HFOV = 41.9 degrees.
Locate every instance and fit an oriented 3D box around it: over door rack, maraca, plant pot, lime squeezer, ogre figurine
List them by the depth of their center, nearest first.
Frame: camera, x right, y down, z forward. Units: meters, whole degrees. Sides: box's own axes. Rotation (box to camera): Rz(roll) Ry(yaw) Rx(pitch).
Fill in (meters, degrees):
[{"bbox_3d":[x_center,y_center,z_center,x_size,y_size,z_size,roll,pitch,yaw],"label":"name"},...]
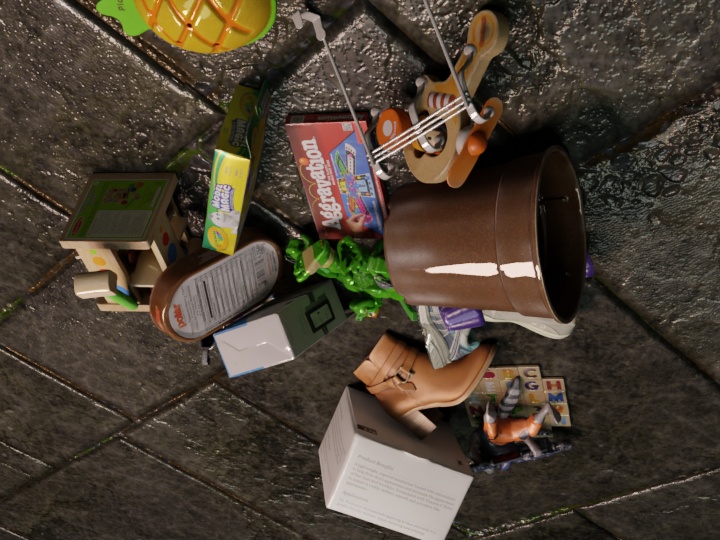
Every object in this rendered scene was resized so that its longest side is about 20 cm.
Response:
[{"bbox_3d":[-0.181,-0.282,0.955,0.198,0.108,0.138,5,141,9],"label":"maraca"},{"bbox_3d":[0.038,-0.216,0.973,0.147,0.066,0.201,-27,91,37],"label":"over door rack"},{"bbox_3d":[0.146,-0.035,1.110,0.197,0.201,0.201,-4,139,29],"label":"plant pot"},{"bbox_3d":[0.000,0.000,1.218,0.119,0.099,0.199,27,150,-38],"label":"ogre figurine"},{"bbox_3d":[0.038,0.034,1.310,0.037,0.071,0.200,-14,-178,-23],"label":"lime squeezer"}]

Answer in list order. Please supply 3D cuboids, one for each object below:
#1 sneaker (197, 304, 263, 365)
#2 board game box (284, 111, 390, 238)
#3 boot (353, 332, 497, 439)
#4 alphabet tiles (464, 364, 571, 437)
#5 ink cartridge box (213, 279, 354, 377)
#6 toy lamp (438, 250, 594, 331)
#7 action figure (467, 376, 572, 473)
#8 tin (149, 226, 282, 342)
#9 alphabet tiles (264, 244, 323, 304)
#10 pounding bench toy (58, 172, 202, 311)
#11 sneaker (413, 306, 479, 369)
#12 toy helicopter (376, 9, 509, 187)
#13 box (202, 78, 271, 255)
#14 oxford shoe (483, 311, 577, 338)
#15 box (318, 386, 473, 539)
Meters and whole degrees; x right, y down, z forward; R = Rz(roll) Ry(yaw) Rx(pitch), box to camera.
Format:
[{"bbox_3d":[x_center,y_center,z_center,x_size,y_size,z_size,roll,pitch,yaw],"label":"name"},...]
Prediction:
[{"bbox_3d":[-0.196,0.086,1.353,0.077,0.141,0.200,-10,135,24],"label":"sneaker"},{"bbox_3d":[-0.023,-0.114,1.182,0.102,0.020,0.201,1,139,15],"label":"board game box"},{"bbox_3d":[0.095,0.144,1.417,0.155,0.074,0.200,43,107,3],"label":"boot"},{"bbox_3d":[0.248,0.212,1.506,0.165,0.006,0.201,-2,138,17],"label":"alphabet tiles"},{"bbox_3d":[-0.100,0.073,1.320,0.115,0.200,0.068,-18,97,29],"label":"ink cartridge box"},{"bbox_3d":[0.195,0.022,1.198,0.199,0.058,0.058,-24,135,-1],"label":"toy lamp"},{"bbox_3d":[0.249,0.253,1.504,0.198,0.105,0.194,-8,152,-19],"label":"action figure"},{"bbox_3d":[-0.186,0.018,1.245,0.042,0.199,0.113,25,136,42],"label":"tin"},{"bbox_3d":[-0.156,0.021,1.383,0.199,0.008,0.167,-18,131,31],"label":"alphabet tiles"},{"bbox_3d":[-0.305,-0.003,1.241,0.123,0.201,0.157,0,138,13],"label":"pounding bench toy"},{"bbox_3d":[0.118,0.049,1.312,0.086,0.078,0.201,-18,135,2],"label":"sneaker"},{"bbox_3d":[0.105,-0.179,1.002,0.078,0.133,0.201,1,131,-35],"label":"toy helicopter"},{"bbox_3d":[-0.147,-0.126,1.123,0.048,0.118,0.201,15,140,-6],"label":"box"},{"bbox_3d":[0.206,0.036,1.260,0.198,0.076,0.058,17,138,-13],"label":"oxford shoe"},{"bbox_3d":[0.050,0.305,1.490,0.198,0.200,0.132,22,101,-10],"label":"box"}]
